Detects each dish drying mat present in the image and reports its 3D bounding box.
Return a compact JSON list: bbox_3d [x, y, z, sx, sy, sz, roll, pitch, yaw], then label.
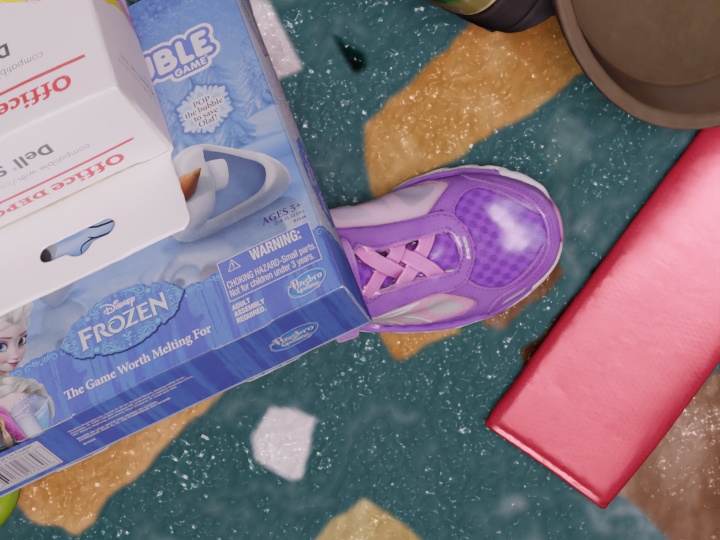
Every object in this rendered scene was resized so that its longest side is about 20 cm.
[{"bbox_3d":[0.150,0.018,1.015,0.077,0.018,0.200,35,100,-1],"label":"dish drying mat"}]

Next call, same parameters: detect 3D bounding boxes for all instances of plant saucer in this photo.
[{"bbox_3d":[0.159,-0.164,0.934,0.200,0.029,0.200,-12,112,-31],"label":"plant saucer"}]

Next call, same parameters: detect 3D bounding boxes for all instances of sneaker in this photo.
[{"bbox_3d":[0.000,0.000,0.987,0.200,0.088,0.081,-9,96,4],"label":"sneaker"}]

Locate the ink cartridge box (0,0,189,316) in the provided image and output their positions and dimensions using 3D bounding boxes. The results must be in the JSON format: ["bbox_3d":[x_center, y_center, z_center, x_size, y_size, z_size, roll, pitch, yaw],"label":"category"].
[{"bbox_3d":[-0.163,-0.090,0.943,0.117,0.067,0.200,-25,60,7],"label":"ink cartridge box"}]

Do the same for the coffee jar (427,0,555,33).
[{"bbox_3d":[0.007,-0.181,0.921,0.200,0.104,0.085,24,97,-27],"label":"coffee jar"}]

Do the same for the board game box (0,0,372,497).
[{"bbox_3d":[-0.119,-0.022,0.960,0.200,0.043,0.199,-26,58,7],"label":"board game box"}]

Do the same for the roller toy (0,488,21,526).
[{"bbox_3d":[-0.286,0.085,0.991,0.200,0.140,0.183,-28,95,8],"label":"roller toy"}]
